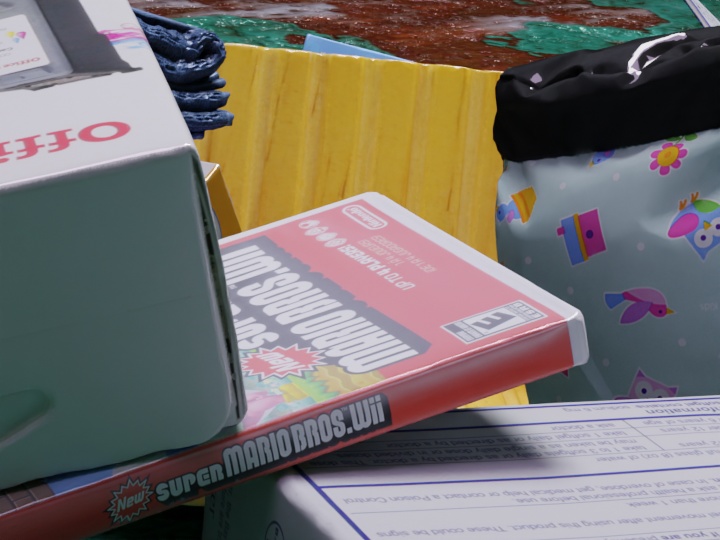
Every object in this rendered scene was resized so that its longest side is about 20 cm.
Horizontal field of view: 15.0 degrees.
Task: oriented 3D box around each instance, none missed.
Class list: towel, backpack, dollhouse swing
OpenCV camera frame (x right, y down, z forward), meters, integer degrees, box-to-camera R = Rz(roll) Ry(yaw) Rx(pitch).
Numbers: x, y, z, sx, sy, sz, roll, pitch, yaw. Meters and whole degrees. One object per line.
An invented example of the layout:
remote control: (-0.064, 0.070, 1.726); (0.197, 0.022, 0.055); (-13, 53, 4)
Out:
towel: (-0.141, -0.085, 1.012); (0.111, 0.049, 0.200); (15, 1, -36)
backpack: (0.121, 0.020, 0.907); (0.166, 0.201, 0.126); (-8, 2, 38)
dollhouse swing: (0.000, 0.000, 1.009); (0.199, 0.183, 0.176); (6, -5, -2)

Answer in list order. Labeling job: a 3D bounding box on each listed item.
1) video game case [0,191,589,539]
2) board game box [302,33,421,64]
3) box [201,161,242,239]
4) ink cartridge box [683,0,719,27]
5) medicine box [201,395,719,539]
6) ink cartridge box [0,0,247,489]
video game case: (-0.055, 0.029, 0.770); (0.199, 0.018, 0.143); (-19, 22, -19)
board game box: (0.068, -0.059, 1.297); (0.199, 0.037, 0.151); (14, -6, 2)
box: (-0.130, 0.014, 0.940); (0.118, 0.042, 0.200); (12, 49, 31)
ink cartridge box: (0.200, -0.025, 1.147); (0.200, 0.041, 0.200); (40, 14, -20)
medicine box: (0.071, 0.112, 0.722); (0.181, 0.104, 0.200); (-1, 17, -22)
ink cartridge box: (-0.123, -0.020, 0.760); (0.147, 0.086, 0.200); (-14, 26, -9)
